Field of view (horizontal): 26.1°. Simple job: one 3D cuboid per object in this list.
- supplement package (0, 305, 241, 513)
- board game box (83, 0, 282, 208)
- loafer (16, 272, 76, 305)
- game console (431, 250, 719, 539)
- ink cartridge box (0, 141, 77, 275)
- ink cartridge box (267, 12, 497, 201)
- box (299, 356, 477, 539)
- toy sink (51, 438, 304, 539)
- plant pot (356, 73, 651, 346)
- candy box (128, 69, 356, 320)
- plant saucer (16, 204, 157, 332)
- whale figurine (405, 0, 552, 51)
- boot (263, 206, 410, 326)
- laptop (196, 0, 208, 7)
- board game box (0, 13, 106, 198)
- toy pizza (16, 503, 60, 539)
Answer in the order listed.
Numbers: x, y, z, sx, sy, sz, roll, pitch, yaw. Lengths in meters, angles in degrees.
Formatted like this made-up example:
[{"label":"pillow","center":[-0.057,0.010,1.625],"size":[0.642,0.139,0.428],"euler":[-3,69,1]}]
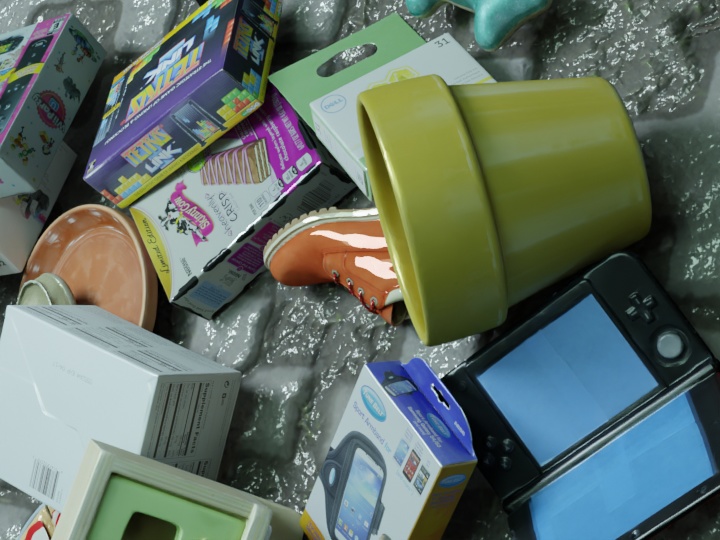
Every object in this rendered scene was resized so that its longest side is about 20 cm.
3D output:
[{"label":"supplement package","center":[-0.228,0.133,1.393],"size":[0.200,0.111,0.156],"euler":[21,101,36]},{"label":"board game box","center":[-0.171,-0.174,1.497],"size":[0.200,0.057,0.166],"euler":[-33,31,30]},{"label":"loafer","center":[-0.325,0.100,1.502],"size":[0.076,0.068,0.201],"euler":[7,86,42]},{"label":"game console","center":[0.159,0.111,1.127],"size":[0.200,0.119,0.173],"euler":[-38,87,18]},{"label":"ink cartridge box","center":[-0.390,-0.056,1.620],"size":[0.115,0.068,0.200],"euler":[-8,48,35]},{"label":"ink cartridge box","center":[0.020,-0.161,1.360],"size":[0.145,0.048,0.200],"euler":[-28,52,-13]},{"label":"box","center":[0.021,0.166,1.214],"size":[0.119,0.041,0.200],"euler":[50,134,39]},{"label":"toy sink","center":[-0.142,0.231,1.244],"size":[0.131,0.200,0.112],"euler":[-69,14,-7]},{"label":"plant pot","center":[0.112,-0.062,1.185],"size":[0.188,0.201,0.201],"euler":[-15,58,-3]},{"label":"candy box","center":[-0.114,-0.070,1.456],"size":[0.200,0.061,0.137],"euler":[-43,51,16]},{"label":"plant saucer","center":[-0.267,0.036,1.530],"size":[0.200,0.032,0.201],"euler":[-10,75,41]},{"label":"whale figurine","center":[0.094,-0.282,1.352],"size":[0.159,0.104,0.200],"euler":[-37,47,19]},{"label":"boot","center":[0.000,0.000,1.336],"size":[0.200,0.075,0.108],"euler":[-13,69,32]},{"label":"laptop","center":[-0.112,-0.386,1.620],"size":[0.187,0.116,0.200],"euler":[57,137,38]},{"label":"board game box","center":[-0.365,-0.161,1.596],"size":[0.147,0.064,0.200],"euler":[-10,47,33]},{"label":"toy pizza","center":[-0.271,0.292,1.445],"size":[0.200,0.032,0.201],"euler":[-15,63,32]}]
